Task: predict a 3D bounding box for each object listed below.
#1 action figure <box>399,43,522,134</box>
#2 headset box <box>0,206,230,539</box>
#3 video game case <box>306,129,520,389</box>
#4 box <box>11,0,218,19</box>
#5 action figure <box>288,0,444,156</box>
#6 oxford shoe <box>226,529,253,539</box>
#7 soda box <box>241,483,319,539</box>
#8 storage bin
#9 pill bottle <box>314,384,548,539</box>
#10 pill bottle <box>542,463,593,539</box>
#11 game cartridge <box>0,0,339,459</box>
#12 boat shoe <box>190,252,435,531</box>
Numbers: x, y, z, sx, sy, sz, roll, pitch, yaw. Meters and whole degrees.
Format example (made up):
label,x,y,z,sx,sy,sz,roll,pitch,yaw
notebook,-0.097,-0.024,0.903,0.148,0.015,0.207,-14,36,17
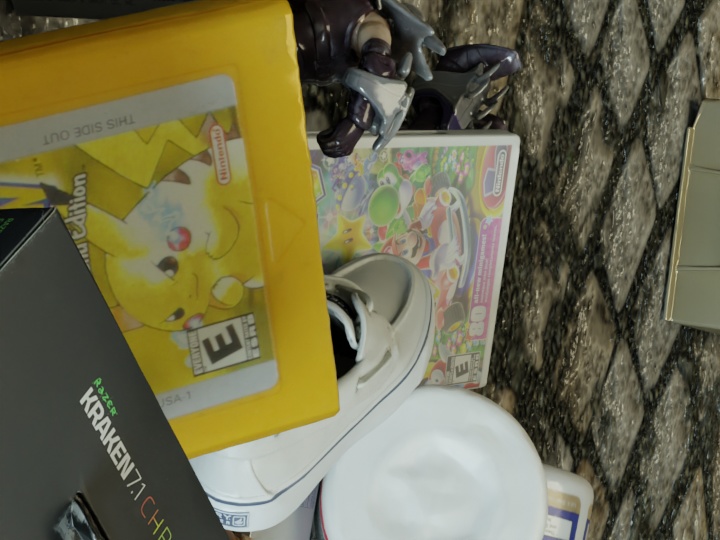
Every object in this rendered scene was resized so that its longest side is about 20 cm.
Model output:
label,x,y,z,sx,sy,sz,roll,pitch,yaw
action figure,0.022,-0.043,1.001,0.200,0.069,0.131,-55,147,-37
headset box,-0.140,0.078,0.547,0.093,0.199,0.175,-55,133,-42
video game case,0.000,0.000,0.933,0.199,0.018,0.145,-4,107,-41
box,-0.057,-0.188,0.764,0.200,0.112,0.102,-45,134,-48
action figure,-0.051,-0.087,0.779,0.199,0.130,0.070,-28,125,-38
oxford shoe,-0.113,0.185,0.760,0.073,0.071,0.201,41,59,-23
soda box,-0.077,0.186,0.859,0.064,0.068,0.202,25,74,-62
storage bin,0.353,-0.036,1.609,0.200,0.093,0.200,12,85,-62
pill bottle,0.031,0.127,0.949,0.200,0.110,0.112,104,-1,-78
pill bottle,0.069,0.215,1.095,0.116,0.115,0.202,32,68,-60
game cartridge,-0.110,0.001,0.673,0.199,0.032,0.178,-16,114,-21
boat shoe,-0.014,0.037,0.828,0.200,0.073,0.066,-55,159,-52
